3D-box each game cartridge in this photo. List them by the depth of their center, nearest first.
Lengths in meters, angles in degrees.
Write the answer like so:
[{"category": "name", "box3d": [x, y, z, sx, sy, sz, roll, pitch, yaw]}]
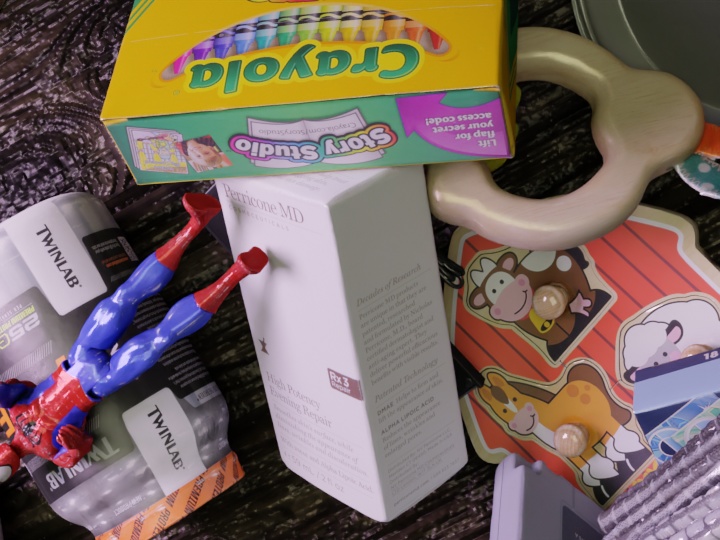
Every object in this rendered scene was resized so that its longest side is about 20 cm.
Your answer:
[{"category": "game cartridge", "box3d": [0.146, 0.202, 0.713, 0.200, 0.133, 0.041, 40, 115, -14]}]

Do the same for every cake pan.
[{"category": "cake pan", "box3d": [0.218, -0.172, 0.733, 0.199, 0.037, 0.201, 0, 92, -9]}]

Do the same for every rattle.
[{"category": "rattle", "box3d": [0.131, -0.052, 0.729, 0.199, 0.143, 0.131, -2, 54, -3]}]

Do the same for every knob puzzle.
[{"category": "knob puzzle", "box3d": [0.124, 0.044, 0.758, 0.219, 0.030, 0.221, 6, 103, 28]}]

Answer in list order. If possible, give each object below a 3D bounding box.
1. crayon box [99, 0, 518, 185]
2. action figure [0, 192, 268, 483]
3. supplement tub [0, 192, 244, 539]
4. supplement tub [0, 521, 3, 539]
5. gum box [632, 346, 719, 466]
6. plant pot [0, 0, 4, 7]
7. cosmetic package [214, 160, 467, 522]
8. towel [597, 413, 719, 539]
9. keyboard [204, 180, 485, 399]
[{"category": "crayon box", "box3d": [-0.019, -0.132, 0.685, 0.199, 0.058, 0.173, -4, 51, 13]}, {"category": "action figure", "box3d": [-0.145, 0.049, 0.671, 0.065, 0.099, 0.200, 47, 108, 7]}, {"category": "supplement tub", "box3d": [-0.161, 0.064, 0.788, 0.122, 0.123, 0.200, -33, 87, 9]}, {"category": "supplement tub", "box3d": [-0.280, 0.238, 0.809, 0.131, 0.132, 0.201, -8, 91, 9]}, {"category": "gum box", "box3d": [0.263, 0.120, 0.698, 0.169, 0.045, 0.200, -19, 113, 23]}, {"category": "plant pot", "box3d": [-0.329, -0.227, 0.766, 0.199, 0.198, 0.201, 0, 92, 8]}, {"category": "cosmetic package", "box3d": [-0.009, 0.028, 0.722, 0.102, 0.074, 0.201, 19, 131, 46]}, {"category": "towel", "box3d": [0.227, 0.140, 0.644, 0.165, 0.086, 0.200, 32, 127, -13]}, {"category": "keyboard", "box3d": [0.000, 0.000, 0.777, 0.200, 0.021, 0.127, 46, 130, -5]}]
